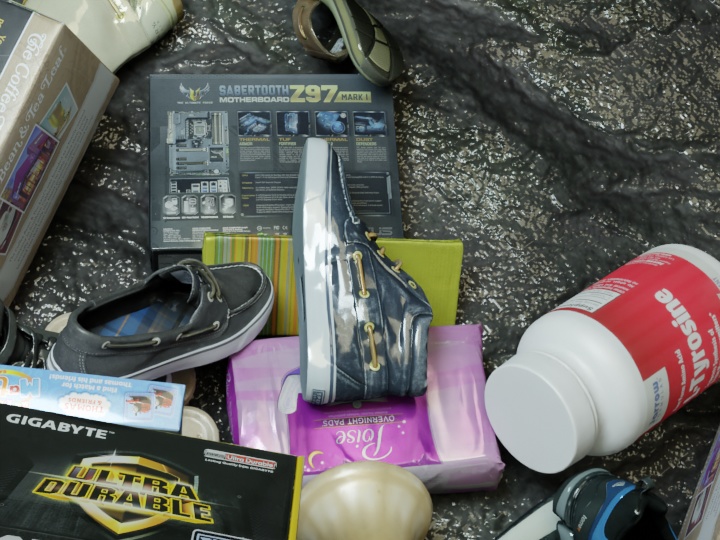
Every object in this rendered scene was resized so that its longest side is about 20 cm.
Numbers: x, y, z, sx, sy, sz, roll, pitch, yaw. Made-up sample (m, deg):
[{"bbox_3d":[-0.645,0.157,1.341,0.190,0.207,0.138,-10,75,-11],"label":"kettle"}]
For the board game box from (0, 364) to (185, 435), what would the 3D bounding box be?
[{"bbox_3d":[-0.218,0.103,0.981,0.200,0.151,0.037,6,65,-5],"label":"board game box"}]

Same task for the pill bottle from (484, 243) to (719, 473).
[{"bbox_3d":[0.188,0.066,1.093,0.200,0.112,0.112,-29,72,-36],"label":"pill bottle"}]

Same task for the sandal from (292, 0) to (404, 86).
[{"bbox_3d":[-0.026,-0.204,1.224,0.057,0.080,0.201,-46,44,10],"label":"sandal"}]

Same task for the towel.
[{"bbox_3d":[-0.023,0.012,1.144,0.200,0.086,0.018,1,27,-8],"label":"towel"}]

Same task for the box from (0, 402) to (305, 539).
[{"bbox_3d":[-0.138,0.153,0.850,0.200,0.049,0.160,11,31,-4],"label":"box"}]

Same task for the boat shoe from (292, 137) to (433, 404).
[{"bbox_3d":[0.000,0.000,1.076,0.091,0.071,0.201,1,71,-10],"label":"boat shoe"}]

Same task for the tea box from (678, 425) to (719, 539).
[{"bbox_3d":[0.353,0.172,1.073,0.197,0.134,0.200,24,66,4],"label":"tea box"}]

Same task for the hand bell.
[{"bbox_3d":[0.014,0.228,0.979,0.104,0.104,0.200,-2,32,-8],"label":"hand bell"}]

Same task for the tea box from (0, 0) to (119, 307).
[{"bbox_3d":[-0.318,-0.106,1.084,0.197,0.134,0.200,24,84,13],"label":"tea box"}]

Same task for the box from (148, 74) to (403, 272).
[{"bbox_3d":[-0.069,-0.079,1.185,0.200,0.051,0.158,-1,68,-7],"label":"box"}]

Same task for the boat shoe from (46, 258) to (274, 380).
[{"bbox_3d":[-0.131,0.025,1.034,0.200,0.066,0.070,-21,54,-42],"label":"boat shoe"}]

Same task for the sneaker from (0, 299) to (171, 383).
[{"bbox_3d":[-0.230,0.061,1.028,0.200,0.099,0.071,6,63,-7],"label":"sneaker"}]

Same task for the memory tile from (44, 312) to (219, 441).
[{"bbox_3d":[-0.213,0.107,1.073,0.200,0.017,0.153,-20,70,-17],"label":"memory tile"}]

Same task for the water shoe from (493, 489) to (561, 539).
[{"bbox_3d":[0.104,0.236,1.057,0.200,0.072,0.079,-35,80,-19],"label":"water shoe"}]

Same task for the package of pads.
[{"bbox_3d":[0.002,0.109,1.098,0.200,0.076,0.121,-4,64,-9],"label":"package of pads"}]

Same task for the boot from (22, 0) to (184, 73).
[{"bbox_3d":[-0.267,-0.219,1.214,0.200,0.072,0.155,36,69,9],"label":"boot"}]

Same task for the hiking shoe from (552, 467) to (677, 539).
[{"bbox_3d":[0.193,0.236,1.026,0.074,0.087,0.200,-26,102,-24],"label":"hiking shoe"}]
